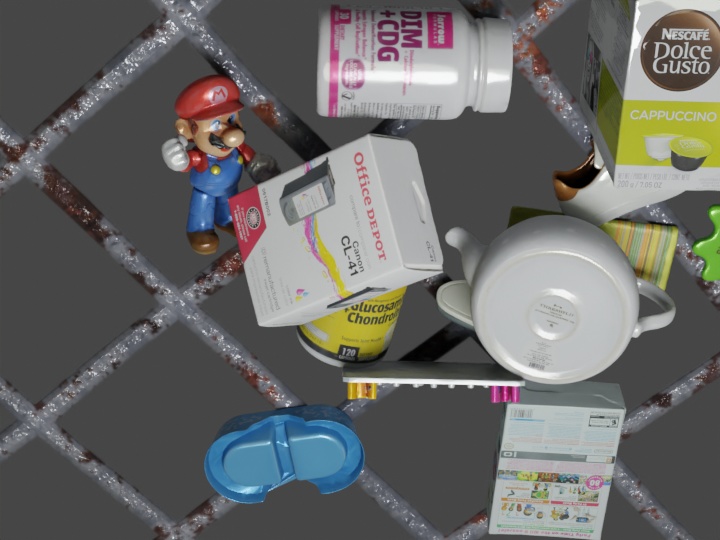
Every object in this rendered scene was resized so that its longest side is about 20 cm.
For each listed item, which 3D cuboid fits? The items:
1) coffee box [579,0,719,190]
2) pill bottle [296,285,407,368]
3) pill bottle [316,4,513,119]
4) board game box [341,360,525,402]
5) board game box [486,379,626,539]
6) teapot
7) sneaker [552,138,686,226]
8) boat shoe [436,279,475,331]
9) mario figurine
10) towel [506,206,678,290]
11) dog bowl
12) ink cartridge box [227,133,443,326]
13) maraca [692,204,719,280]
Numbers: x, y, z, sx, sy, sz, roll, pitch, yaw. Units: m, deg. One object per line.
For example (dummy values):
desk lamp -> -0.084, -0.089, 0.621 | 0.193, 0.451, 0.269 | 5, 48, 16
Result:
coffee box -> 0.340, -0.213, 1.415 | 0.197, 0.201, 0.200 | 1, 120, -2
pill bottle -> 0.000, 0.000, 1.584 | 0.110, 0.112, 0.202 | 11, 120, -7
pill bottle -> 0.053, -0.214, 1.460 | 0.197, 0.114, 0.115 | 1, 121, -2
board game box -> 0.077, 0.126, 1.615 | 0.197, 0.200, 0.026 | 2, 91, -1
board game box -> 0.239, 0.234, 1.754 | 0.145, 0.065, 0.202 | 4, 119, -2
teapot -> 0.218, 0.017, 1.560 | 0.196, 0.146, 0.201 | -27, 109, 22
sneaker -> 0.302, -0.119, 1.543 | 0.198, 0.073, 0.085 | -28, 119, 15
boat shoe -> 0.176, 0.067, 1.651 | 0.197, 0.073, 0.062 | 14, 137, -9
mario figurine -> -0.148, -0.112, 1.516 | 0.104, 0.124, 0.202 | 6, 125, 10
towel -> 0.263, -0.024, 1.632 | 0.197, 0.018, 0.087 | 8, 114, -4
dog bowl -> -0.094, 0.222, 1.749 | 0.197, 0.050, 0.113 | -9, 120, 3
ink cartridge box -> -0.028, -0.039, 1.475 | 0.198, 0.085, 0.150 | -22, 77, 34
maraca -> 0.470, -0.022, 1.582 | 0.197, 0.107, 0.139 | 15, 111, -9
